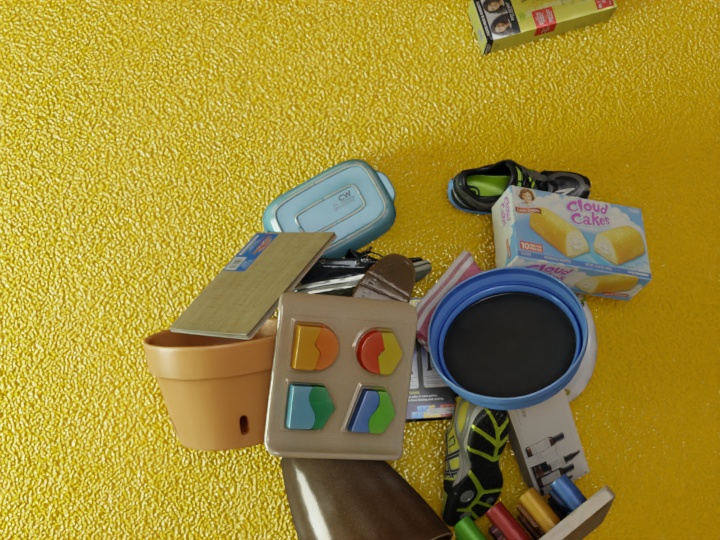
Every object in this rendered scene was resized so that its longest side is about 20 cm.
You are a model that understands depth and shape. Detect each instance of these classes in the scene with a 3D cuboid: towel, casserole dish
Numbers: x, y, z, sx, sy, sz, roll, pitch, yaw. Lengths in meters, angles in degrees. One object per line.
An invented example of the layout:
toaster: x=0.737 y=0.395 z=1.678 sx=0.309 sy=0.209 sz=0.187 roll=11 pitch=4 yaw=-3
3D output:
towel: x=0.165 y=0.088 z=1.507 sx=0.200 sy=0.030 sz=0.146 roll=46 pitch=61 yaw=-12
casserole dish: x=-0.042 y=-0.079 z=1.568 sx=0.200 sy=0.039 sz=0.121 roll=-29 pitch=83 yaw=-8

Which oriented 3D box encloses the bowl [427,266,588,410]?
bowl: x=0.184 y=0.086 z=1.415 sx=0.200 sy=0.039 sz=0.201 roll=-8 pitch=50 yaw=9

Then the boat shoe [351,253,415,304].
boat shoe: x=0.010 y=0.071 z=1.475 sx=0.071 sy=0.065 sz=0.201 roll=27 pitch=79 yaw=3

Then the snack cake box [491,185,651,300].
snack cake box: x=0.282 y=-0.036 z=1.522 sx=0.199 sy=0.067 sz=0.115 roll=9 pitch=60 yaw=-16

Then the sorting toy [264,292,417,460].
sorting toy: x=-0.020 y=0.133 z=1.400 sx=0.184 sy=0.036 sz=0.201 roll=5 pitch=89 yaw=-21

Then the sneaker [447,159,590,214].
sneaker: x=0.221 y=-0.110 z=1.562 sx=0.199 sy=0.083 sz=0.071 roll=2 pitch=76 yaw=-3

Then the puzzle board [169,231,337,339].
puzzle board: x=-0.137 y=0.017 z=1.465 sx=0.200 sy=0.150 sz=0.017 roll=-51 pitch=126 yaw=-35

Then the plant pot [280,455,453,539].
plant pot: x=-0.013 y=0.304 z=1.447 sx=0.187 sy=0.187 sz=0.200 roll=-31 pitch=69 yaw=-7

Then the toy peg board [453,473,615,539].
toy peg board: x=0.209 y=0.328 z=1.438 sx=0.199 sy=0.200 sz=0.098 roll=-37 pitch=69 yaw=-8

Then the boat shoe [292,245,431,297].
boat shoe: x=0.000 y=0.000 z=1.534 sx=0.199 sy=0.075 sz=0.062 roll=-8 pitch=70 yaw=-12

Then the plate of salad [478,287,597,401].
plate of salad: x=0.246 y=0.083 z=1.513 sx=0.199 sy=0.048 sz=0.201 roll=9 pitch=72 yaw=-29

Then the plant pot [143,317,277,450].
plant pot: x=-0.172 y=0.146 z=1.458 sx=0.199 sy=0.200 sz=0.141 roll=-5 pitch=98 yaw=-4

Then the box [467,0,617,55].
box: x=0.260 y=-0.375 z=1.626 sx=0.199 sy=0.050 sz=0.076 roll=-15 pitch=80 yaw=-6

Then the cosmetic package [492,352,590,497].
cosmetic package: x=0.233 y=0.200 z=1.469 sx=0.082 sy=0.051 sz=0.200 roll=-28 pitch=123 yaw=-8

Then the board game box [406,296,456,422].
board game box: x=0.048 y=0.122 z=1.529 sx=0.199 sy=0.057 sz=0.166 roll=-2 pitch=78 yaw=-3

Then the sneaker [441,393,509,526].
sneaker: x=0.143 y=0.246 z=1.481 sx=0.075 sy=0.076 sz=0.201 roll=-1 pitch=119 yaw=-26
